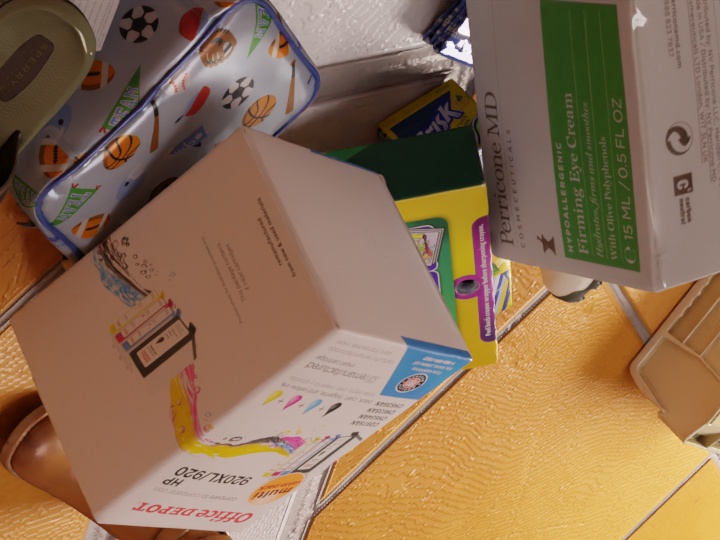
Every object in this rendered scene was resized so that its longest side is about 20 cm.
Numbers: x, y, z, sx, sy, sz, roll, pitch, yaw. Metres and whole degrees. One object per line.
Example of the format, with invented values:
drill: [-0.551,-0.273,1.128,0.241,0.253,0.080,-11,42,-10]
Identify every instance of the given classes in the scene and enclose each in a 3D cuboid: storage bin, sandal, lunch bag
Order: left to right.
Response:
sandal: [-0.219,-0.066,1.376,0.080,0.057,0.201,29,112,-23]
lunch bag: [-0.123,-0.087,1.484,0.200,0.076,0.160,-42,154,-2]
storage bin: [0.359,0.064,2.202,0.199,0.094,0.200,-52,148,12]

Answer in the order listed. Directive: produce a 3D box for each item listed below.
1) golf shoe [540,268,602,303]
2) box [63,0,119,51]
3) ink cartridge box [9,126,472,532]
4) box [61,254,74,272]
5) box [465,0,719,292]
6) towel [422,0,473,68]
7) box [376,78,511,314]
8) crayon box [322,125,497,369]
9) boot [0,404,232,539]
golf shoe: [0.151,-0.060,1.853,0.088,0.077,0.200,-5,131,-20]
box: [-0.133,-0.211,1.359,0.041,0.039,0.200,-8,133,-43]
ink cartridge box: [-0.072,0.042,1.477,0.200,0.145,0.147,-38,153,24]
box: [-0.090,0.031,1.630,0.163,0.021,0.200,-12,143,3]
box: [0.199,-0.112,1.621,0.200,0.171,0.200,-16,107,-32]
towel: [0.136,-0.217,1.689,0.200,0.024,0.145,-53,150,16]
box: [0.060,-0.037,1.764,0.070,0.064,0.200,-32,147,-19]
crayon box: [0.000,0.000,1.678,0.172,0.058,0.200,-10,142,-2]
boot: [-0.145,0.169,1.676,0.077,0.155,0.200,-44,149,0]
